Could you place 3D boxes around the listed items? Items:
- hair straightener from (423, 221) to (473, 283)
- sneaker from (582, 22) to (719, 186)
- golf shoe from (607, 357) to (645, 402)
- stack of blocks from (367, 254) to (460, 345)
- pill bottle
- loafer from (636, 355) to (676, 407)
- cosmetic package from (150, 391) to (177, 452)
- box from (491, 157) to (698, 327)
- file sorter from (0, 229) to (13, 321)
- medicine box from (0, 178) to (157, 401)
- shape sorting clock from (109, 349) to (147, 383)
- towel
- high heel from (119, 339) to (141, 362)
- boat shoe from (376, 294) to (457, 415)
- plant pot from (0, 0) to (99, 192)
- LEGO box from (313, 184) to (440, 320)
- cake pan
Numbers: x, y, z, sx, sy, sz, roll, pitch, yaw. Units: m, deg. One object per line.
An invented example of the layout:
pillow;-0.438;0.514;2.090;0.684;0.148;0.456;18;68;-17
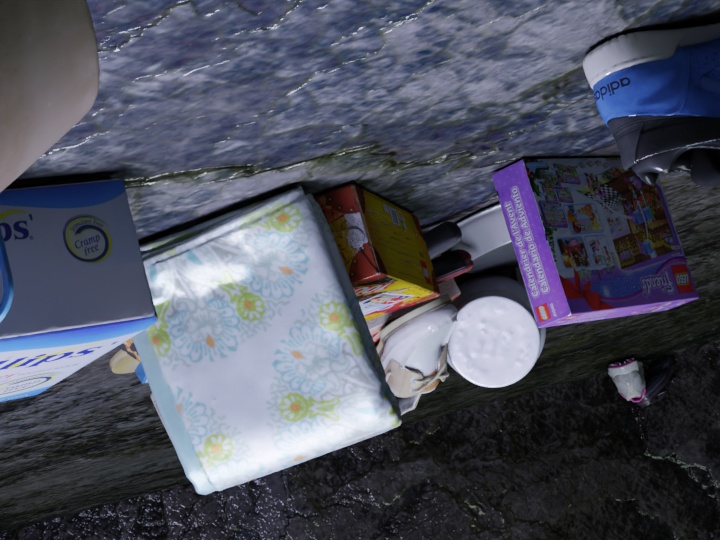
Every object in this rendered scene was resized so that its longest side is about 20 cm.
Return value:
hair straightener;0.000;0.000;1.541;0.200;0.041;0.077;-21;126;1
sneaker;0.256;-0.115;1.147;0.200;0.111;0.077;-13;169;-21
golf shoe;0.561;0.234;3.538;0.075;0.092;0.200;-20;171;13
stack of blocks;-0.017;0.049;1.623;0.200;0.059;0.115;-21;166;-27
pill bottle;0.132;0.053;1.712;0.110;0.110;0.200;-17;-173;6
loafer;0.640;0.248;3.622;0.072;0.063;0.200;-27;-171;31
cosmetic package;-0.128;0.117;1.569;0.073;0.104;0.200;-23;169;-24
box;0.205;-0.028;1.458;0.039;0.137;0.200;-26;166;41
file sorter;-0.277;-0.019;0.797;0.139;0.123;0.200;-19;170;19
medicine box;-0.263;0.025;1.101;0.182;0.103;0.200;-9;168;-37
shape sorting clock;-0.143;0.048;1.588;0.200;0.039;0.200;-26;168;-6
towel;-0.082;0.053;1.283;0.171;0.200;0.048;-21;-177;15
high heel;-0.137;0.076;1.393;0.200;0.071;0.143;21;-164;-10
boat shoe;0.054;0.083;1.609;0.075;0.068;0.200;-23;166;-21
plant pot;-0.189;-0.069;0.557;0.174;0.200;0.200;-29;175;-23
LEGO box;-0.035;0.000;1.399;0.149;0.077;0.200;-19;169;14
cake pan;0.175;-0.041;1.619;0.200;0.037;0.200;-16;170;-3
